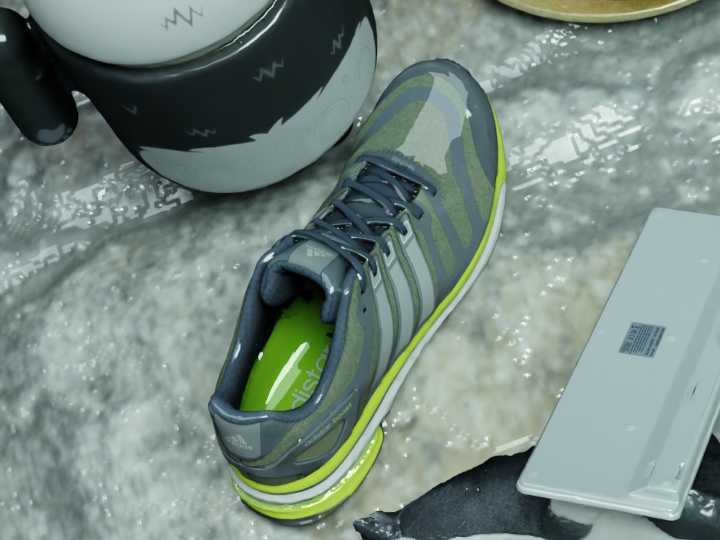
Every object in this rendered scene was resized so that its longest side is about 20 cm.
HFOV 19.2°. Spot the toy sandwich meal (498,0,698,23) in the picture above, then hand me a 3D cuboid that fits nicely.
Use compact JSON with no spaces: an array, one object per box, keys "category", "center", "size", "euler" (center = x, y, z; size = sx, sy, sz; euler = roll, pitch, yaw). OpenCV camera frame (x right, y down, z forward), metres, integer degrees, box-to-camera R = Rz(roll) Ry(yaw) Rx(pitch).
[{"category":"toy sandwich meal","center":[0.112,-0.194,0.910],"size":[0.204,0.070,0.207],"euler":[-5,66,12]}]

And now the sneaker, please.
[{"category":"sneaker","center":[0.000,0.000,0.848],"size":[0.073,0.081,0.201],"euler":[17,72,20]}]

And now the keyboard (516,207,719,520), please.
[{"category":"keyboard","center":[0.111,0.028,0.783],"size":[0.056,0.011,0.200],"euler":[3,30,21]}]

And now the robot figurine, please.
[{"category":"robot figurine","center":[-0.063,-0.110,0.846],"size":[0.124,0.200,0.151],"euler":[20,74,22]}]

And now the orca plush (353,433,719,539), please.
[{"category":"orca plush","center":[0.102,0.082,0.788],"size":[0.199,0.105,0.071],"euler":[-7,52,35]}]
